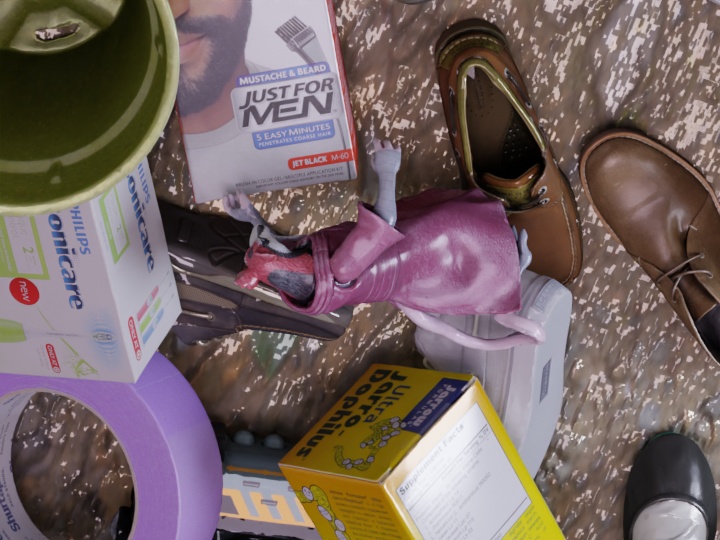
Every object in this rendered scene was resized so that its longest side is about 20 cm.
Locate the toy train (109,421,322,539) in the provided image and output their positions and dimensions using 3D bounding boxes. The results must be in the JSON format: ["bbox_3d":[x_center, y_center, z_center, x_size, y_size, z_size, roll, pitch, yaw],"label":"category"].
[{"bbox_3d":[-0.072,0.167,1.822,0.198,0.085,0.115,8,105,-5],"label":"toy train"}]

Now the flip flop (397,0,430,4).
[{"bbox_3d":[-0.007,-0.251,1.599,0.081,0.057,0.201,-26,89,34],"label":"flip flop"}]

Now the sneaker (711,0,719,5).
[{"bbox_3d":[0.199,-0.254,1.633,0.077,0.099,0.201,-14,88,-5],"label":"sneaker"}]

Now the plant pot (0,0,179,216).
[{"bbox_3d":[-0.207,-0.162,1.607,0.199,0.184,0.202,-1,115,-2],"label":"plant pot"}]

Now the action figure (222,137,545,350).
[{"bbox_3d":[0.000,0.000,1.659,0.199,0.134,0.150,-13,86,-39],"label":"action figure"}]

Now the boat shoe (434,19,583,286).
[{"bbox_3d":[0.095,-0.063,1.723,0.072,0.068,0.201,-23,114,7],"label":"boat shoe"}]

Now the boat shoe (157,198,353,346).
[{"bbox_3d":[-0.103,0.008,1.757,0.199,0.075,0.074,21,123,-1],"label":"boat shoe"}]

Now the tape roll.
[{"bbox_3d":[-0.194,0.140,1.764,0.199,0.066,0.202,4,100,24],"label":"tape roll"}]

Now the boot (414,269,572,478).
[{"bbox_3d":[0.084,0.071,1.794,0.095,0.074,0.201,24,131,21],"label":"boot"}]

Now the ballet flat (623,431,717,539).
[{"bbox_3d":[0.217,0.215,1.854,0.067,0.069,0.201,3,114,-2],"label":"ballet flat"}]

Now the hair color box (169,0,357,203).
[{"bbox_3d":[-0.070,-0.152,1.682,0.110,0.064,0.201,-9,114,4],"label":"hair color box"}]

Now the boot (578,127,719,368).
[{"bbox_3d":[0.217,-0.009,1.748,0.073,0.076,0.200,-34,110,15],"label":"boot"}]

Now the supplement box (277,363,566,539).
[{"bbox_3d":[0.053,0.176,1.766,0.109,0.109,0.201,-45,120,-30],"label":"supplement box"}]

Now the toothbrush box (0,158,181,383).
[{"bbox_3d":[-0.231,-0.015,1.684,0.199,0.086,0.146,3,125,20],"label":"toothbrush box"}]
